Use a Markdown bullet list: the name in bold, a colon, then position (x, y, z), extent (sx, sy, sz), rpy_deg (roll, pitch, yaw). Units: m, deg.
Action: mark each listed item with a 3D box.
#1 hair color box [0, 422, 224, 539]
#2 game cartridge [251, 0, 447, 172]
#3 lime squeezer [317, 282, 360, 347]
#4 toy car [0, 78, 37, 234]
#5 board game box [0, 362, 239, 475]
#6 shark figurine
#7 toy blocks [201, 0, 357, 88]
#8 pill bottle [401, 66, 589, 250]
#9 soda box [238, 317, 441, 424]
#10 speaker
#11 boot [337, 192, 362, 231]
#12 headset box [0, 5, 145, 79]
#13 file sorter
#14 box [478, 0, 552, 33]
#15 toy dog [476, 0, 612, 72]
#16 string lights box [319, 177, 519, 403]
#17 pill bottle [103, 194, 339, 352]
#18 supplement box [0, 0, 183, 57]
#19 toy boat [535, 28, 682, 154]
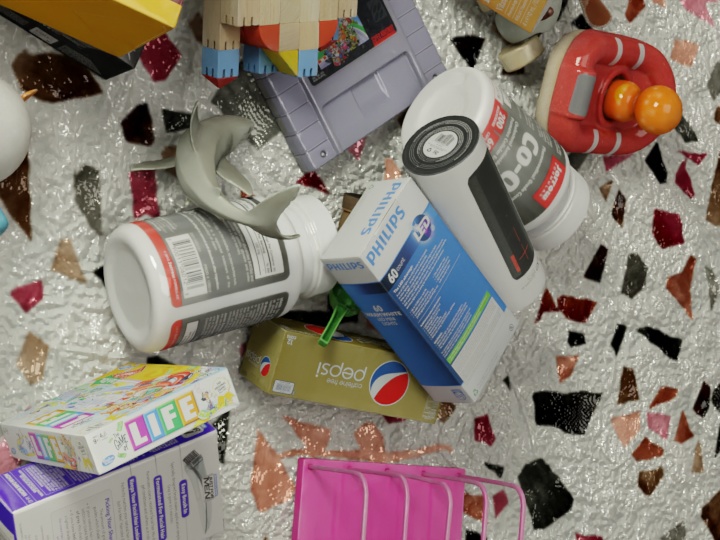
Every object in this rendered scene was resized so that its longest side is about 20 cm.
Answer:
- **hair color box**: position (-0.219, 0.206, 1.297), extent (0.198, 0.065, 0.111), rpy_deg (-18, 121, -31)
- **game cartridge**: position (-0.009, -0.203, 1.490), extent (0.199, 0.038, 0.131), rpy_deg (-37, 111, -29)
- **lime squeezer**: position (0.000, 0.000, 1.434), extent (0.037, 0.071, 0.201), rpy_deg (26, 63, 12)
- **toy car**: position (-0.344, -0.099, 1.221), extent (0.185, 0.176, 0.200), rpy_deg (57, 33, -2)
- **board game box**: position (-0.205, 0.121, 1.247), extent (0.134, 0.199, 0.035), rpy_deg (-25, 101, -31)
- **shark figurine**: position (-0.131, -0.101, 1.319), extent (0.126, 0.215, 0.090), rpy_deg (-5, 122, -17)
- **toy blocks**: position (-0.073, -0.241, 1.377), extent (0.199, 0.099, 0.139), rpy_deg (-14, 114, -43)
- **pill bottle**: position (0.143, -0.109, 1.523), extent (0.199, 0.113, 0.115), rpy_deg (35, 70, -37)
- **soda box**: position (-0.012, 0.096, 1.445), extent (0.198, 0.068, 0.065), rpy_deg (14, 96, -32)
- **speaker**: position (0.111, -0.049, 1.431), extent (0.081, 0.081, 0.201), rpy_deg (-51, 133, -24)
- **boot**: position (0.064, -0.025, 1.516), extent (0.198, 0.073, 0.076), rpy_deg (10, 97, -25)
- **headset box**: position (-0.234, -0.297, 1.321), extent (0.148, 0.077, 0.202), rpy_deg (31, 73, -28)
- **file sorter**: position (0.048, 0.263, 1.449), extent (0.198, 0.125, 0.141), rpy_deg (8, 84, -32)
- **box**: position (0.124, -0.350, 1.481), extent (0.199, 0.125, 0.098), rpy_deg (32, 69, 4)
- **toy dog**: position (0.213, -0.302, 1.598), extent (0.132, 0.096, 0.201), rpy_deg (42, 67, -26)
- **string lights box**: position (0.060, 0.021, 1.400), extent (0.200, 0.059, 0.103), rpy_deg (51, 56, -28)
- **pill bottle**: position (-0.123, -0.003, 1.356), extent (0.198, 0.115, 0.117), rpy_deg (-14, 95, -33)
- **supplement box**: position (-0.229, -0.313, 1.203), extent (0.196, 0.132, 0.202), rpy_deg (22, 77, -26)
- **toy boat**: position (0.286, -0.181, 1.594), extent (0.199, 0.130, 0.132), rpy_deg (-4, 111, -52)
